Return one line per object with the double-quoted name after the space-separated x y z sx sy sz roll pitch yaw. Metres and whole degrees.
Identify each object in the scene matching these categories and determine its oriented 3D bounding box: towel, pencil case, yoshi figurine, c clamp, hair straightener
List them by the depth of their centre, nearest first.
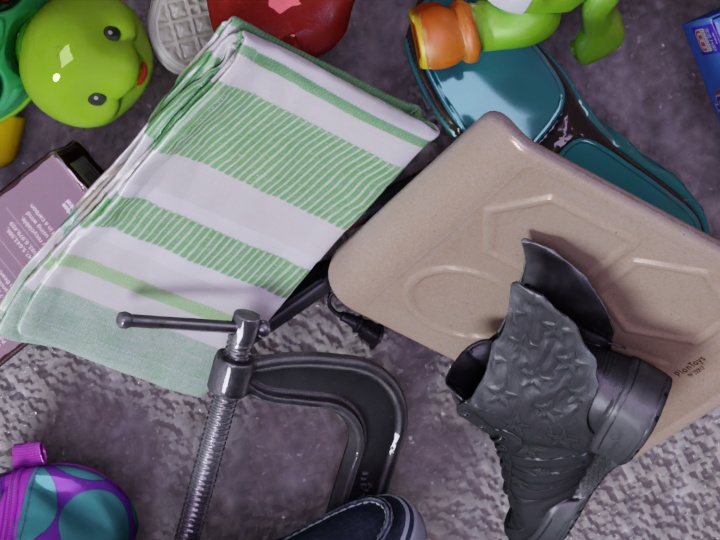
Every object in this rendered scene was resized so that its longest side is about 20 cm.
-0.070 -0.024 1.212 0.152 0.023 0.200 21 118 -44 "towel"
0.114 -0.169 1.221 0.199 0.113 0.113 -15 62 4 "yoshi figurine"
-0.179 0.193 1.252 0.085 0.201 0.093 -13 131 28 "pencil case"
-0.061 0.108 1.287 0.170 0.027 0.201 0 115 -23 "c clamp"
0.000 0.000 1.311 0.199 0.041 0.077 -29 107 -2 "hair straightener"

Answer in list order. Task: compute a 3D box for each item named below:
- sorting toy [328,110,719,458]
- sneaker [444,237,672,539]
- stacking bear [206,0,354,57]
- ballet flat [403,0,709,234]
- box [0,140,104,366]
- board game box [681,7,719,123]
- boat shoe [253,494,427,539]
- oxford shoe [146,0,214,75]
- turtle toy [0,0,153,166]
0.105 0.008 1.241 0.199 0.185 0.037 31 54 -14 "sorting toy"
0.087 0.070 1.254 0.104 0.200 0.060 27 52 -5 "sneaker"
-0.057 -0.196 1.194 0.113 0.121 0.201 -21 101 -7 "stacking bear"
0.097 -0.064 1.279 0.200 0.070 0.067 43 84 4 "ballet flat"
-0.208 0.021 1.278 0.200 0.100 0.075 -40 95 3 "box"
0.284 -0.096 1.267 0.199 0.045 0.153 -23 96 -12 "board game box"
-0.056 0.164 1.244 0.200 0.071 0.091 -40 127 -16 "boat shoe"
-0.051 -0.188 1.275 0.075 0.058 0.201 32 82 -10 "oxford shoe"
-0.200 -0.125 1.253 0.199 0.101 0.147 14 97 4 "turtle toy"
